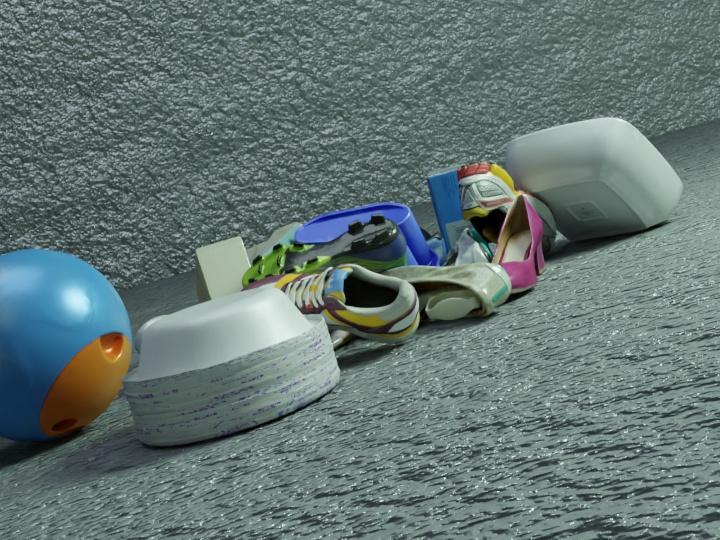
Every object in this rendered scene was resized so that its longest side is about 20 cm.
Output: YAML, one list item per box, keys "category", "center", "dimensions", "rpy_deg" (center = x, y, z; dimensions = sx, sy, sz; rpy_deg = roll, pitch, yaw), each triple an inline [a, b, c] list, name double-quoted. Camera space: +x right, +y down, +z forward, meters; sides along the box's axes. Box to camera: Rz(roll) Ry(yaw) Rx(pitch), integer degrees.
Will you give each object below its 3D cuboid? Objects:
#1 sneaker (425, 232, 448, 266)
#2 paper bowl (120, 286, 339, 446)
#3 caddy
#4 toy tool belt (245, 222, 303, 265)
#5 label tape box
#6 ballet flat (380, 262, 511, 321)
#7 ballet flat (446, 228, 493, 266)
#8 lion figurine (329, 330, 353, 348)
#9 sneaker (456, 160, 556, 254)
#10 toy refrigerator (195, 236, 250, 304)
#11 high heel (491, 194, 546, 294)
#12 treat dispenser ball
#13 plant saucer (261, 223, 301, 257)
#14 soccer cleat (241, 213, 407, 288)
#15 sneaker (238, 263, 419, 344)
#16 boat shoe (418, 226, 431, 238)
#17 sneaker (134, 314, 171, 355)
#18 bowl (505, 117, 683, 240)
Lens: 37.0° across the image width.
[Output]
- category: "sneaker"
  center: [0.023, -0.028, 1.467]
  dimensions: [0.198, 0.090, 0.079]
  rpy_deg: [2, 12, 7]
- category: "paper bowl"
  center: [-0.126, 0.082, 1.012]
  dimensions: [0.199, 0.105, 0.201]
  rpy_deg: [-17, 5, 2]
- category: "caddy"
  center: [0.000, 0.000, 1.360]
  dimensions: [0.198, 0.105, 0.142]
  rpy_deg: [-10, 39, 18]
- category: "toy tool belt"
  center: [-0.135, 0.024, 1.645]
  dimensions: [0.199, 0.123, 0.125]
  rpy_deg: [-23, 31, 15]
- category: "label tape box"
  center: [0.146, -0.082, 1.592]
  dimensions: [0.066, 0.145, 0.200]
  rpy_deg: [-15, 6, 8]
- category: "ballet flat"
  center: [0.073, 0.029, 1.177]
  dimensions: [0.199, 0.068, 0.062]
  rpy_deg: [-12, 27, 45]
- category: "ballet flat"
  center: [0.140, -0.012, 1.399]
  dimensions: [0.069, 0.070, 0.200]
  rpy_deg: [-15, 7, 6]
- category: "lion figurine"
  center: [-0.064, 0.067, 1.222]
  dimensions: [0.198, 0.073, 0.122]
  rpy_deg: [0, 2, 12]
- category: "sneaker"
  center: [0.186, -0.062, 1.396]
  dimensions: [0.077, 0.083, 0.199]
  rpy_deg: [-15, -32, 39]
- category: "toy refrigerator"
  center: [-0.181, 0.028, 1.464]
  dimensions: [0.069, 0.077, 0.200]
  rpy_deg: [-17, -16, -14]
- category: "high heel"
  center: [0.175, -0.028, 1.253]
  dimensions: [0.067, 0.097, 0.200]
  rpy_deg: [-12, 7, 30]
- category: "treat dispenser ball"
  center: [-0.342, 0.079, 1.132]
  dimensions: [0.199, 0.203, 0.201]
  rpy_deg: [-16, 6, 2]
- category: "plant saucer"
  center: [-0.105, -0.005, 1.372]
  dimensions: [0.019, 0.070, 0.200]
  rpy_deg: [19, 17, 5]
- category: "soccer cleat"
  center: [-0.039, 0.000, 1.243]
  dimensions: [0.198, 0.084, 0.065]
  rpy_deg: [-18, 41, 9]
- category: "sneaker"
  center: [-0.039, 0.025, 1.105]
  dimensions: [0.198, 0.076, 0.090]
  rpy_deg: [1, -28, 8]
- category: "boat shoe"
  center: [0.022, -0.036, 1.596]
  dimensions: [0.199, 0.072, 0.090]
  rpy_deg: [12, -12, -40]
- category: "sneaker"
  center: [-0.173, 0.089, 1.332]
  dimensions: [0.198, 0.076, 0.100]
  rpy_deg: [-16, 29, -22]
- category: "bowl"
  center: [0.303, -0.108, 1.427]
  dimensions: [0.199, 0.075, 0.199]
  rpy_deg: [-7, -34, 43]
